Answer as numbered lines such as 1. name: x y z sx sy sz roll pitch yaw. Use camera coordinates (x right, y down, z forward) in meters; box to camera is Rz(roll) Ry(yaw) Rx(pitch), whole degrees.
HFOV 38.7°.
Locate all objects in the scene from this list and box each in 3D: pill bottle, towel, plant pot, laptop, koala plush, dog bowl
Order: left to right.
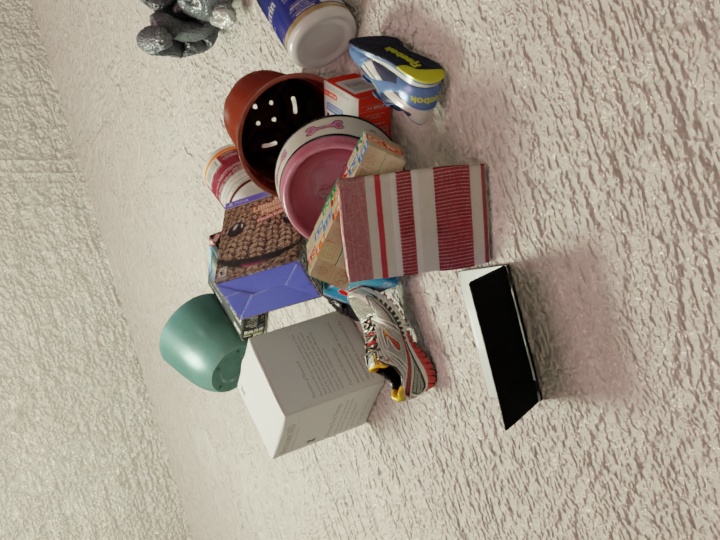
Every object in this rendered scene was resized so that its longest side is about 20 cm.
1. koala plush: -0.309 -0.513 1.956 0.199 0.182 0.180 -22 72 44
2. plant pot: -0.330 0.179 2.328 0.161 0.199 0.202 38 138 34
3. pill bottle: -0.219 -0.150 1.991 0.200 0.113 0.115 49 145 41
4. plant pot: -0.135 -0.243 1.699 0.195 0.198 0.203 -138 40 -60
5. pill bottle: -0.097 -0.420 1.588 0.201 0.115 0.116 60 151 28
6. dog bowl: -0.032 -0.123 1.518 0.074 0.197 0.202 -88 -3 -62
7. towel: 0.072 -0.065 1.370 0.023 0.197 0.146 -103 7 -68
8. laptop: 0.161 0.098 1.361 0.199 0.115 0.190 -9 96 64

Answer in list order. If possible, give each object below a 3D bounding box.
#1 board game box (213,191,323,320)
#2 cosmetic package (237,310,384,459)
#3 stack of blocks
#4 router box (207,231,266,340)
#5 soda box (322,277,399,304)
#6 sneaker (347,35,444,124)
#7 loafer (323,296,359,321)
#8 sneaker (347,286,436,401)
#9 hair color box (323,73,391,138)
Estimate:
1. board game box: -0.151 -0.037 1.751 0.201 0.158 0.097 -90 -22 -45
2. cosmetic package: -0.093 0.202 1.839 0.167 0.198 0.168 60 152 26
3. stack of blocks: -0.009 -0.090 1.427 0.115 0.058 0.202 -101 34 -67
4. router box: -0.272 0.030 2.261 0.201 0.062 0.151 54 149 36
5. soda box: 0.000 0.000 1.663 0.200 0.064 0.069 -24 48 64
6. sneaker: 0.042 -0.273 1.441 0.200 0.073 0.083 47 146 45
7. loafer: -0.055 0.029 1.820 0.200 0.062 0.073 50 146 41
8. sneaker: 0.038 0.115 1.616 0.201 0.082 0.078 56 151 5
9. hair color box: -0.004 -0.191 1.592 0.111 0.063 0.202 38 138 50
